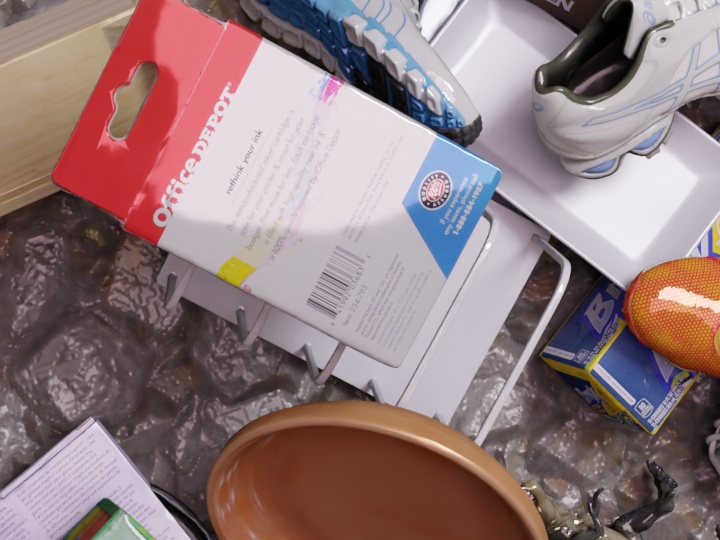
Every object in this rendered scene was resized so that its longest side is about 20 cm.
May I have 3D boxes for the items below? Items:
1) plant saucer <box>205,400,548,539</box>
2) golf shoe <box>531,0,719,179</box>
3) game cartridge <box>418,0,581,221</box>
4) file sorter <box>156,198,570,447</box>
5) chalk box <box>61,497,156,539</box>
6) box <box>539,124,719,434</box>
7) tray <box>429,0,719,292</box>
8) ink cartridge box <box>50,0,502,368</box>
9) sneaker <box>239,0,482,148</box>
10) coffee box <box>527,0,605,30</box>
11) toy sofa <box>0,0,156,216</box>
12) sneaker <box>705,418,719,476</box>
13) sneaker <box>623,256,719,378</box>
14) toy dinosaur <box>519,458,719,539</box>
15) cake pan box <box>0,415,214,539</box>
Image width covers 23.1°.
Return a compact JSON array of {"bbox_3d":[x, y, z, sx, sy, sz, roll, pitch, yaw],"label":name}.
[{"bbox_3d":[0.011,0.139,0.995,0.199,0.200,0.038,28,47,-8],"label":"plant saucer"},{"bbox_3d":[0.180,-0.134,0.973,0.200,0.097,0.078,-40,60,5],"label":"golf shoe"},{"bbox_3d":[0.095,-0.138,1.090,0.133,0.040,0.201,26,82,-12],"label":"game cartridge"},{"bbox_3d":[0.000,0.000,1.003,0.199,0.125,0.140,28,96,-8],"label":"file sorter"},{"bbox_3d":[-0.133,0.203,0.930,0.200,0.125,0.124,45,79,-7],"label":"chalk box"},{"bbox_3d":[0.203,0.000,1.081,0.064,0.070,0.200,42,80,-19],"label":"box"},{"bbox_3d":[0.122,-0.078,1.048,0.200,0.022,0.108,38,80,5],"label":"tray"},{"bbox_3d":[-0.043,-0.049,0.894,0.199,0.067,0.117,28,95,-8],"label":"ink cartridge box"},{"bbox_3d":[0.011,-0.150,1.026,0.086,0.075,0.200,-34,63,-22],"label":"sneaker"},{"bbox_3d":[0.147,-0.253,1.051,0.112,0.080,0.201,28,64,-1],"label":"coffee box"},{"bbox_3d":[-0.197,-0.088,1.014,0.199,0.098,0.083,-25,117,-12],"label":"toy sofa"},{"bbox_3d":[0.252,0.096,1.088,0.070,0.073,0.202,-6,89,-19],"label":"sneaker"},{"bbox_3d":[0.247,0.041,1.013,0.198,0.077,0.074,17,93,-11],"label":"sneaker"},{"bbox_3d":[0.179,0.177,1.085,0.200,0.047,0.088,42,95,-7],"label":"toy dinosaur"},{"bbox_3d":[-0.167,0.211,1.011,0.200,0.052,0.185,-41,97,-10],"label":"cake pan box"}]
